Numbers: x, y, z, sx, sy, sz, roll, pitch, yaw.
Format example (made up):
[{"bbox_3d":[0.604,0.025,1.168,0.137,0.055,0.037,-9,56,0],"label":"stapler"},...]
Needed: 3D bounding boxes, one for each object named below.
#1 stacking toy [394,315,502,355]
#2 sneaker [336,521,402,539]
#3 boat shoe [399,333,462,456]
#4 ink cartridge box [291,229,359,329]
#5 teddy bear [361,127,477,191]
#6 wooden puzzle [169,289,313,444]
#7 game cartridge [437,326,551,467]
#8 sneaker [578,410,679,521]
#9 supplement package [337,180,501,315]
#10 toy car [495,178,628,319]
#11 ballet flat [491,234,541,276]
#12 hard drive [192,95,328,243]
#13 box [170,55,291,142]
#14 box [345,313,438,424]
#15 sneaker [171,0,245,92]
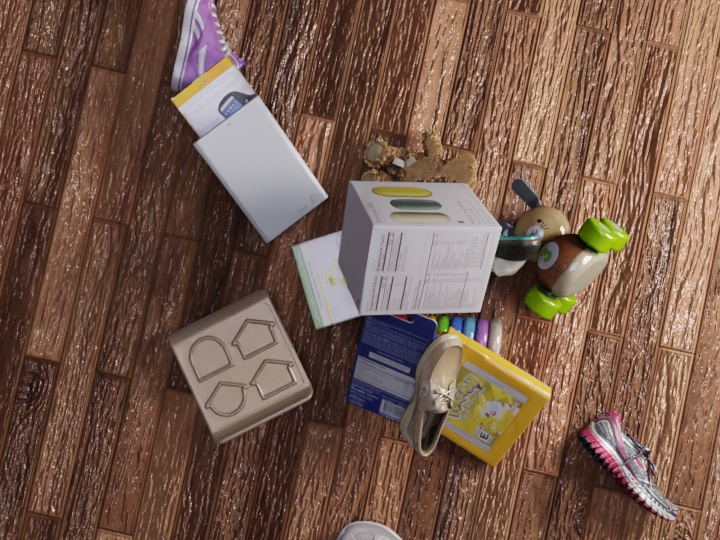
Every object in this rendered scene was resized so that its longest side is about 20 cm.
[{"bbox_3d":[0.129,0.105,1.225,0.197,0.085,0.087,10,88,4],"label":"stacking toy"},{"bbox_3d":[0.054,0.473,1.207,0.198,0.082,0.075,26,88,1],"label":"sneaker"},{"bbox_3d":[0.118,0.192,1.143,0.071,0.065,0.202,6,115,-30],"label":"boat shoe"},{"bbox_3d":[0.000,0.000,1.243,0.197,0.048,0.147,-17,87,2],"label":"ink cartridge box"},{"bbox_3d":[0.096,-0.160,1.247,0.197,0.067,0.147,-9,79,6],"label":"teddy bear"},{"bbox_3d":[-0.197,0.158,1.241,0.183,0.046,0.202,-26,83,-1],"label":"wooden puzzle"},{"bbox_3d":[0.176,0.205,1.201,0.198,0.032,0.177,30,119,1],"label":"game cartridge"},{"bbox_3d":[0.449,0.322,1.214,0.075,0.081,0.200,-40,88,-3],"label":"sneaker"},{"bbox_3d":[0.084,-0.037,1.142,0.197,0.152,0.152,-1,122,-16],"label":"supplement package"},{"bbox_3d":[0.295,-0.052,1.203,0.200,0.157,0.165,45,114,22],"label":"toy car"},{"bbox_3d":[0.221,-0.030,1.177,0.067,0.200,0.069,-4,100,-18],"label":"ballet flat"},{"bbox_3d":[-0.162,-0.164,1.226,0.131,0.026,0.201,-36,108,-2],"label":"hard drive"},{"bbox_3d":[-0.205,-0.236,1.233,0.119,0.041,0.201,-37,110,-2],"label":"box"},{"bbox_3d":[0.052,0.142,1.189,0.120,0.032,0.202,21,117,17],"label":"box"},{"bbox_3d":[-0.242,-0.388,1.251,0.113,0.073,0.203,11,97,-4],"label":"sneaker"}]
